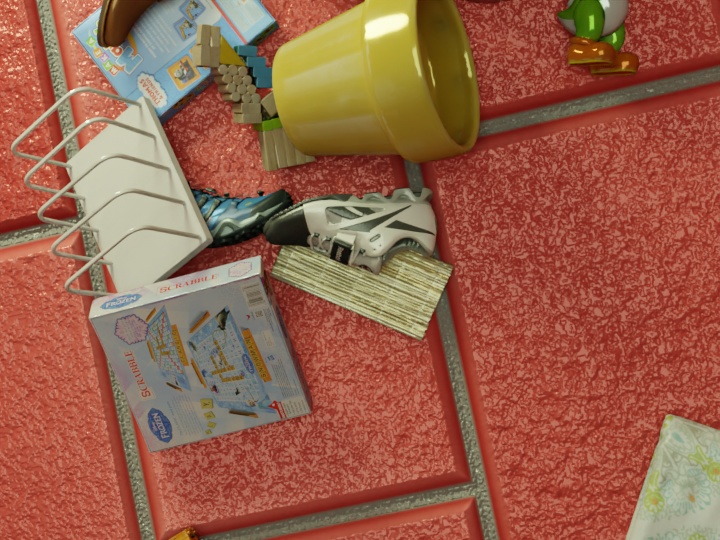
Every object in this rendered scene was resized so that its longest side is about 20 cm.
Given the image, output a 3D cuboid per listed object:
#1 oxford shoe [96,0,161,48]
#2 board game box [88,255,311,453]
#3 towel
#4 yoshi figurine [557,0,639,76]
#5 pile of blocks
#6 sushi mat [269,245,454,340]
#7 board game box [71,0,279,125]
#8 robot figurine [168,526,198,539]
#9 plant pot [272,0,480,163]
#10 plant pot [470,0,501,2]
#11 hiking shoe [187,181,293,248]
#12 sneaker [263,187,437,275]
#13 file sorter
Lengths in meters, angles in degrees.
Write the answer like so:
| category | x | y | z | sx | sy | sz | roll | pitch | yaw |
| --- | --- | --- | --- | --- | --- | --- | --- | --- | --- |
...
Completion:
| category | x | y | z | sx | sy | sz | roll | pitch | yaw |
| --- | --- | --- | --- | --- | --- | --- | --- | --- | --- |
| oxford shoe | -0.236 | -0.336 | 1.551 | 0.071 | 0.071 | 0.201 | 30 | 89 | 6 |
| board game box | -0.176 | 0.098 | 1.524 | 0.198 | 0.041 | 0.201 | -14 | 121 | 5 |
| towel | 0.391 | 0.281 | 1.497 | 0.170 | 0.048 | 0.202 | 18 | 90 | 7 |
| yoshi figurine | 0.289 | -0.324 | 1.510 | 0.111 | 0.112 | 0.202 | 3 | 86 | -9 |
| pile of blocks | -0.124 | -0.204 | 1.562 | 0.082 | 0.062 | 0.201 | -37 | 107 | -12 |
| sushi mat | 0.000 | 0.000 | 1.573 | 0.199 | 0.012 | 0.096 | 23 | 91 | 7 |
| board game box | -0.219 | -0.285 | 1.598 | 0.200 | 0.037 | 0.152 | -38 | 84 | 3 |
| robot figurine | -0.189 | 0.407 | 1.558 | 0.144 | 0.058 | 0.201 | -29 | 84 | 5 |
| plant pot | 0.013 | -0.208 | 1.499 | 0.187 | 0.200 | 0.203 | -12 | 86 | 23 |
| plant pot | 0.133 | -0.413 | 1.490 | 0.198 | 0.177 | 0.202 | 0 | 88 | 8 |
| hiking shoe | -0.177 | -0.067 | 1.566 | 0.198 | 0.074 | 0.087 | -19 | 86 | 6 |
| sneaker | -0.010 | -0.037 | 1.527 | 0.198 | 0.074 | 0.089 | -8 | 71 | -1 |
| file sorter | -0.285 | -0.086 | 1.513 | 0.138 | 0.124 | 0.201 | -36 | 67 | 23 |
